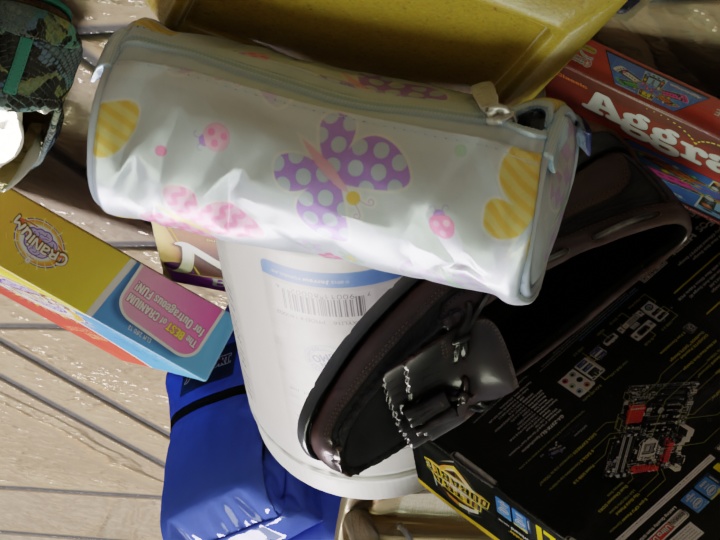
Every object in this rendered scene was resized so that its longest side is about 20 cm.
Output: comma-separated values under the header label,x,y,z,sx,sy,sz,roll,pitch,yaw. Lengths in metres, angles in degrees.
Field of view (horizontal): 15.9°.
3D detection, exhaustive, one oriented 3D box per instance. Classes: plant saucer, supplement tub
label,x,y,z,sx,sy,sz,roll,pitch,yaw
plant saucer,0.004,-0.116,1.027,0.199,0.049,0.200,20,161,-8
supplement tub,0.000,0.000,1.204,0.131,0.132,0.201,8,143,12

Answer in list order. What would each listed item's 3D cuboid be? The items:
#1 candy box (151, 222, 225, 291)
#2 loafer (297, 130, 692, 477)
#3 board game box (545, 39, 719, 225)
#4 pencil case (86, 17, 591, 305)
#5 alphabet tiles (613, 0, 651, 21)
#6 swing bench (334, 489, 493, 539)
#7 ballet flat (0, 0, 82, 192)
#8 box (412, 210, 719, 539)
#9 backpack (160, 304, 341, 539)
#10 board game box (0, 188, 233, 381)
label,x,y,z,sx,sy,sz,roll,pitch,yaw
candy box,-0.009,-0.018,1.362,0.199,0.057,0.117,10,163,3
loafer,0.060,0.020,1.114,0.063,0.200,0.072,38,163,32
board game box,0.173,-0.040,1.137,0.199,0.020,0.103,27,164,15
pencil case,-0.011,-0.045,1.037,0.199,0.084,0.091,12,156,14
alphabet tiles,0.035,-0.146,1.024,0.199,0.006,0.166,16,162,-12
swing bench,0.094,0.172,1.277,0.198,0.200,0.130,2,119,-8
ballet flat,-0.182,-0.076,1.279,0.074,0.075,0.200,14,162,-6
box,0.145,0.063,1.180,0.159,0.200,0.049,35,153,33
backpack,-0.024,0.088,1.466,0.162,0.201,0.168,-20,142,34
board game box,-0.182,-0.007,1.428,0.199,0.041,0.153,30,171,-21
